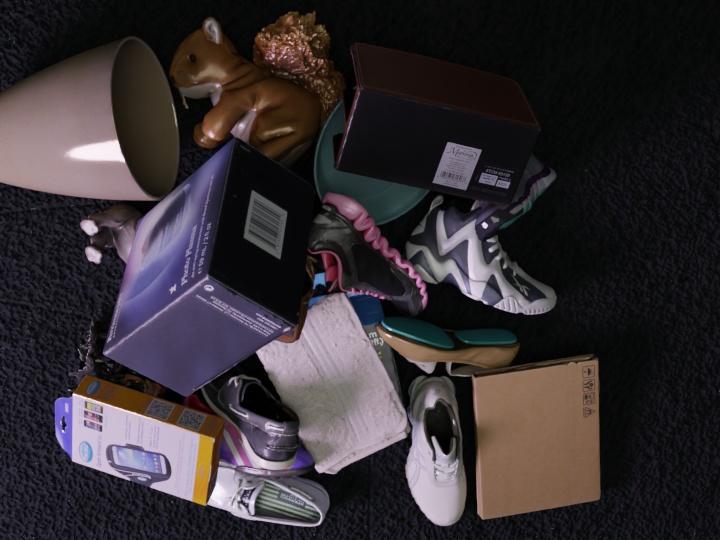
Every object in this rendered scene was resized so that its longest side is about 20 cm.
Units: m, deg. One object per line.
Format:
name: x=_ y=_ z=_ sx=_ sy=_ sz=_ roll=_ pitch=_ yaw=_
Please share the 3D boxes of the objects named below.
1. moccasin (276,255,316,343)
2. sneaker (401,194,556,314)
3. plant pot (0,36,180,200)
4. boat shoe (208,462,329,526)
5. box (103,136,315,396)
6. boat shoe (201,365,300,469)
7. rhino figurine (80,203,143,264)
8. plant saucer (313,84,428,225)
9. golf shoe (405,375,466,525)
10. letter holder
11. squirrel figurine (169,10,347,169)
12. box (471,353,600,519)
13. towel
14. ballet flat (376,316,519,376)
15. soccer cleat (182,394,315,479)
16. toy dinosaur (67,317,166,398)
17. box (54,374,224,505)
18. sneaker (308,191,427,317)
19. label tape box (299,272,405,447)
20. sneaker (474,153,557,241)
moccasin: x=-0.087 y=0.006 z=1.248 sx=0.074 sy=0.201 sz=0.078 roll=20 pitch=112 yaw=-5
sneaker: x=0.161 y=-0.031 z=1.313 sx=0.199 sy=0.079 sz=0.130 roll=20 pitch=105 yaw=5
plant pot: x=-0.338 y=-0.163 z=1.239 sx=0.200 sy=0.187 sz=0.188 roll=-6 pitch=98 yaw=12
boat shoe: x=-0.136 y=0.276 z=1.347 sx=0.200 sy=0.067 sz=0.074 roll=10 pitch=97 yaw=-4
box: x=-0.164 y=-0.001 z=1.167 sx=0.123 sy=0.200 sz=0.198 roll=32 pitch=133 yaw=-28
boat shoe: x=-0.132 y=0.153 z=1.279 sx=0.072 sy=0.200 sz=0.068 roll=-10 pitch=123 yaw=-32
rhino figurine: x=-0.245 y=-0.009 z=1.299 sx=0.200 sy=0.087 sz=0.060 roll=38 pitch=122 yaw=-7
plant saucer: x=0.022 y=-0.150 z=1.274 sx=0.200 sy=0.036 sz=0.200 roll=-20 pitch=128 yaw=-27
golf shoe: x=0.096 y=0.235 z=1.338 sx=0.078 sy=0.097 sz=0.200 roll=-9 pitch=99 yaw=-3
letter holder: x=0.076 y=-0.166 z=1.177 sx=0.200 sy=0.142 sz=0.101 roll=11 pitch=122 yaw=-12
squirrel figurine: x=-0.121 y=-0.220 z=1.268 sx=0.200 sy=0.142 sz=0.187 roll=-39 pitch=87 yaw=-11
box: x=0.224 y=0.211 z=1.352 sx=0.163 sy=0.021 sz=0.200 roll=-8 pitch=108 yaw=-8
towel: x=-0.034 y=0.137 z=1.286 sx=0.132 sy=0.034 sz=0.200 roll=-27 pitch=98 yaw=2
ballet flat: x=0.106 y=0.101 z=1.314 sx=0.200 sy=0.069 sz=0.063 roll=8 pitch=113 yaw=-24
soccer cleat: x=-0.144 y=0.204 z=1.304 sx=0.200 sy=0.068 sz=0.073 roll=9 pitch=96 yaw=30
toy dinosaur: x=-0.281 y=0.128 z=1.314 sx=0.136 sy=0.102 sz=0.200 roll=24 pitch=80 yaw=-20
box: x=-0.264 y=0.199 z=1.268 sx=0.200 sy=0.041 sz=0.119 roll=18 pitch=127 yaw=7
sneaker: x=0.000 y=0.000 z=1.259 sx=0.095 sy=0.079 sz=0.200 roll=-51 pitch=122 yaw=-15
label tape box: x=-0.033 y=0.105 z=1.331 sx=0.144 sy=0.063 sz=0.200 roll=-13 pitch=98 yaw=-1
sneaker: x=0.162 y=-0.101 z=1.261 sx=0.074 sy=0.200 sz=0.088 roll=-39 pitch=90 yaw=32
